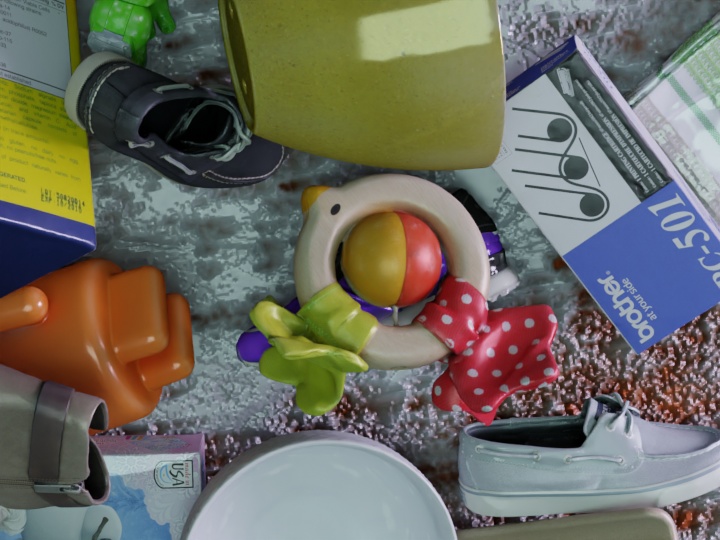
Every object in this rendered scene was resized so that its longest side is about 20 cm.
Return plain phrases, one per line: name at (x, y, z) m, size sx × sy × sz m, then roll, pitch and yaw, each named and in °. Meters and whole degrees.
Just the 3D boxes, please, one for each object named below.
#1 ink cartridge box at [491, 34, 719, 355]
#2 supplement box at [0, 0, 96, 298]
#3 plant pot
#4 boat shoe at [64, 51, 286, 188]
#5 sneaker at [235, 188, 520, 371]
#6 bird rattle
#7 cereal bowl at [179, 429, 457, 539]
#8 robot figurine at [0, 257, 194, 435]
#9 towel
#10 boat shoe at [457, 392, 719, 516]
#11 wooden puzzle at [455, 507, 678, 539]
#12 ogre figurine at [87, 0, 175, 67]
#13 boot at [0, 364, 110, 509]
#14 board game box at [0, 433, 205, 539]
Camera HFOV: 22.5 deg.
ink cartridge box at (0.165, -0.050, 1.216) m, size 0.094 × 0.044 × 0.200 m, roll -35°, pitch 104°, yaw 15°
supplement box at (-0.245, -0.097, 1.126) m, size 0.109 × 0.109 × 0.200 m, roll -24°, pitch 63°, yaw 35°
plant pot at (-0.008, -0.147, 1.116) m, size 0.142 × 0.200 × 0.200 m, roll -13°, pitch 106°, yaw -10°
boat shoe at (-0.103, -0.084, 1.158) m, size 0.063 × 0.200 × 0.073 m, roll 31°, pitch 97°, yaw 34°
sneaker at (0.000, 0.000, 1.245) m, size 0.200 × 0.070 × 0.100 m, roll -20°, pitch 98°, yaw 1°
bird rattle at (0.028, 0.016, 1.166) m, size 0.200 × 0.113 × 0.163 m, roll -2°, pitch 80°, yaw -3°
cereal bowl at (-0.035, 0.204, 1.280) m, size 0.200 × 0.083 × 0.200 m, roll -2°, pitch 101°, yaw -11°
robot figurine at (-0.213, 0.064, 1.228) m, size 0.200 × 0.144 × 0.117 m, roll -18°, pitch 93°, yaw 13°
towel at (0.253, -0.087, 1.236) m, size 0.200 × 0.031 × 0.149 m, roll -41°, pitch 101°, yaw 10°
boat shoe at (0.166, 0.125, 1.273) m, size 0.201 × 0.070 × 0.072 m, roll -7°, pitch 111°, yaw 5°
wooden puzzle at (0.144, 0.274, 1.266) m, size 0.185 × 0.037 × 0.200 m, roll -11°, pitch 80°, yaw 27°
ogre figurine at (-0.137, -0.204, 1.155) m, size 0.098 × 0.120 × 0.200 m, roll 37°, pitch 103°, yaw -10°
boot at (-0.230, 0.077, 1.113) m, size 0.146 × 0.070 × 0.200 m, roll 9°, pitch 145°, yaw 13°
board game box at (-0.210, 0.218, 1.312) m, size 0.199 × 0.043 × 0.200 m, roll -1°, pitch 106°, yaw -1°
